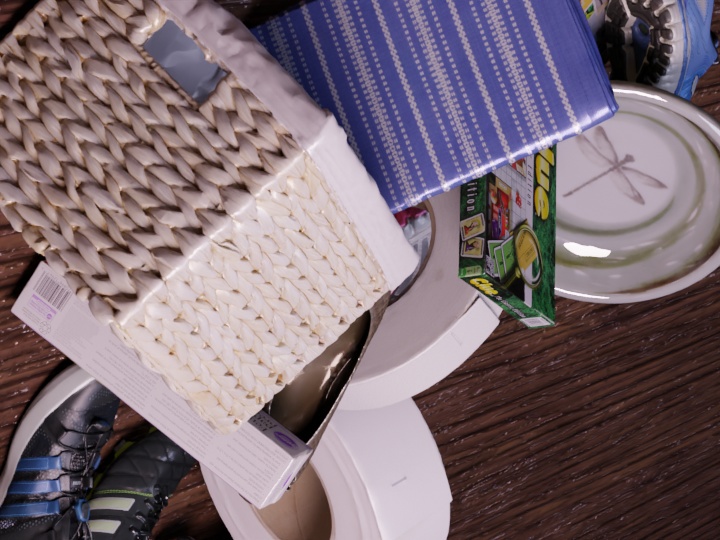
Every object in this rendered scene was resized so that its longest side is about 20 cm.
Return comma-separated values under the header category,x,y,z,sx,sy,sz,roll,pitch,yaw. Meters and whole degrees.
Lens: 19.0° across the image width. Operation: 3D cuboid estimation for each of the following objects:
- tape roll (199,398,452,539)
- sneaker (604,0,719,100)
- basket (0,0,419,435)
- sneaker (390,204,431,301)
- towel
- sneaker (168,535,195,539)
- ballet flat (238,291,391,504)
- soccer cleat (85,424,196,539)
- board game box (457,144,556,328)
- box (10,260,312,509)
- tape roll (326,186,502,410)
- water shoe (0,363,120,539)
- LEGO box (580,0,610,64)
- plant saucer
category,x,y,z,sx,sy,sz,roll,pitch,yaw
tape roll,-0.029,0.143,1.528,0.071,0.202,0.203,-28,146,-36
sneaker,0.217,-0.135,1.526,0.089,0.078,0.201,-33,150,-30
basket,-0.100,-0.046,1.192,0.161,0.198,0.200,-44,153,-3
sneaker,0.000,0.000,1.481,0.199,0.074,0.087,-35,138,7
towel,0.042,-0.121,1.291,0.199,0.146,0.024,-23,173,13
sneaker,-0.188,0.287,1.601,0.201,0.077,0.112,-58,153,15
ballet flat,-0.030,0.059,1.303,0.067,0.046,0.201,18,112,-19
soccer cleat,-0.173,0.187,1.495,0.200,0.081,0.068,-44,153,-14
board game box,0.094,-0.075,1.342,0.105,0.023,0.202,35,53,-57
box,-0.121,0.066,1.292,0.042,0.199,0.039,-56,168,13
tape roll,0.009,-0.007,1.396,0.203,0.203,0.037,-48,139,-4
water shoe,-0.198,0.151,1.413,0.201,0.079,0.071,-58,153,14
LEGO box,0.134,-0.198,1.487,0.200,0.077,0.149,-49,154,-3
plant saucer,0.171,-0.064,1.491,0.050,0.198,0.201,-80,180,-46
